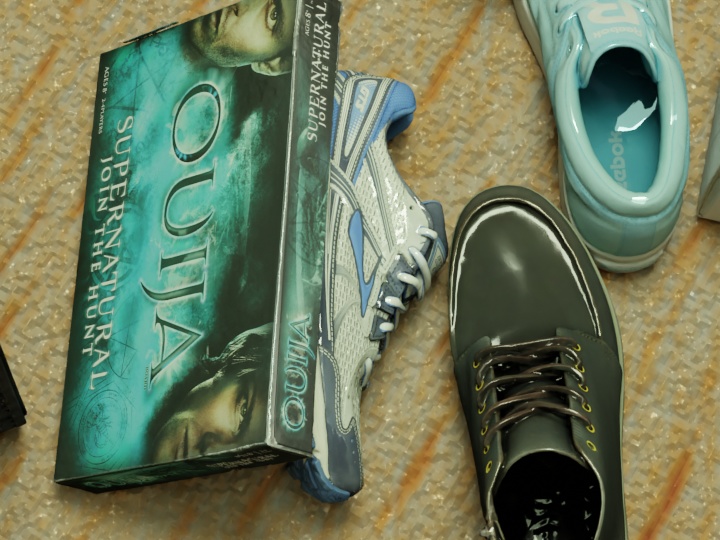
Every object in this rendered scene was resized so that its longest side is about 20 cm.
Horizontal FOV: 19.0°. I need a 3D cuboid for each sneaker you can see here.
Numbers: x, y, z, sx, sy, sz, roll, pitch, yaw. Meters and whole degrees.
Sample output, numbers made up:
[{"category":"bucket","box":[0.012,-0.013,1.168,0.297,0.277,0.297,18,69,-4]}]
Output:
[{"category":"sneaker","box":[0.115,-0.105,0.966,0.073,0.082,0.201,-10,73,-7]},{"category":"sneaker","box":[0.076,0.048,0.896,0.074,0.106,0.201,-12,74,5]},{"category":"sneaker","box":[0.000,0.000,0.932,0.085,0.077,0.201,0,74,-10]}]

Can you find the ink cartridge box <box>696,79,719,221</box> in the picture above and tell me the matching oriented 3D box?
[{"category":"ink cartridge box","box":[0.242,-0.109,0.974,0.145,0.084,0.201,14,72,1]}]

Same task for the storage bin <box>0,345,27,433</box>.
[{"category":"storage bin","box":[-0.205,0.000,0.851,0.093,0.200,0.136,-24,75,-9]}]

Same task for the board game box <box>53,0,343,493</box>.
[{"category":"board game box","box":[-0.069,-0.013,0.909,0.028,0.135,0.201,20,65,-42]}]
